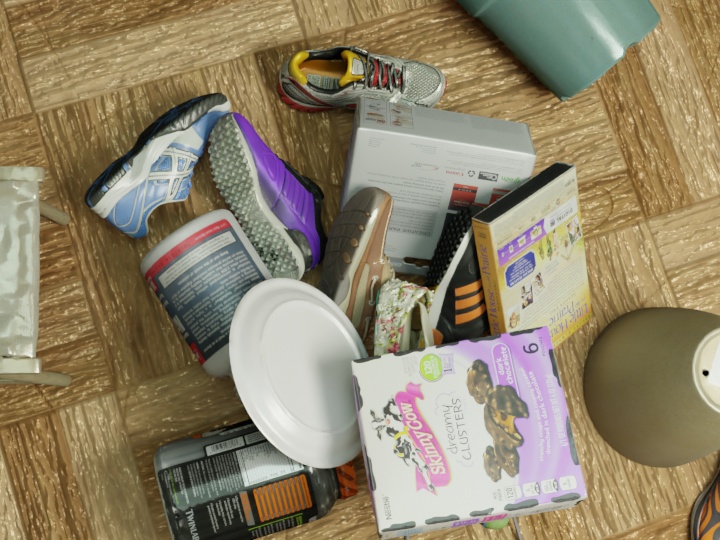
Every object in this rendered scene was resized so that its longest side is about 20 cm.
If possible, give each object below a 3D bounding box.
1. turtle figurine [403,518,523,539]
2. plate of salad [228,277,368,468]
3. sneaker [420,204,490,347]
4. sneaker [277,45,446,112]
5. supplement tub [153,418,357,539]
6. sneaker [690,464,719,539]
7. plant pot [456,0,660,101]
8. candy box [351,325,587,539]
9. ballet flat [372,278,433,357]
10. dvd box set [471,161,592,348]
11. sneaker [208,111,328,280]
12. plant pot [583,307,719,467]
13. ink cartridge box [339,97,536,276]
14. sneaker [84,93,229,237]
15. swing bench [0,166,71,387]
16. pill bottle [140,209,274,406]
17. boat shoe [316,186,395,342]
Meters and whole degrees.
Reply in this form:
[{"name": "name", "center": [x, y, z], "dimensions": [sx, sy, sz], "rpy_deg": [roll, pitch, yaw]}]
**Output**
[{"name": "turtle figurine", "center": [0.097, 0.212, 1.168], "dimensions": [0.143, 0.201, 0.195], "rpy_deg": [-13, 57, -3]}, {"name": "plate of salad", "center": [-0.060, 0.105, 1.085], "dimensions": [0.199, 0.048, 0.202], "rpy_deg": [28, 48, -37]}, {"name": "sneaker", "center": [0.121, 0.022, 1.189], "dimensions": [0.089, 0.070, 0.201], "rpy_deg": [15, 117, -10]}, {"name": "sneaker", "center": [0.004, -0.218, 1.246], "dimensions": [0.198, 0.082, 0.079], "rpy_deg": [-1, 80, -8]}, {"name": "supplement tub", "center": [-0.110, 0.219, 1.132], "dimensions": [0.198, 0.123, 0.124], "rpy_deg": [-15, 82, -10]}, {"name": "sneaker", "center": [0.436, 0.255, 1.195], "dimensions": [0.077, 0.112, 0.202], "rpy_deg": [19, 78, -3]}, {"name": "plant pot", "center": [0.231, -0.319, 1.245], "dimensions": [0.200, 0.200, 0.196], "rpy_deg": [-42, 94, -12]}, {"name": "candy box", "center": [0.100, 0.158, 1.034], "dimensions": [0.198, 0.072, 0.169], "rpy_deg": [-10, 71, -2]}, {"name": "ballet flat", "center": [0.045, 0.104, 1.121], "dimensions": [0.063, 0.076, 0.202], "rpy_deg": [-5, 72, 26]}, {"name": "dvd box set", "center": [0.193, 0.001, 1.176], "dimensions": [0.146, 0.029, 0.201], "rpy_deg": [-33, 125, -30]}, {"name": "sneaker", "center": [-0.095, -0.091, 1.210], "dimensions": [0.099, 0.069, 0.201], "rpy_deg": [-33, 103, -41]}, {"name": "plant pot", "center": [0.363, 0.119, 1.168], "dimensions": [0.185, 0.200, 0.189], "rpy_deg": [1, 79, -6]}, {"name": "ink cartridge box", "center": [0.079, -0.087, 1.213], "dimensions": [0.198, 0.084, 0.177], "rpy_deg": [9, 122, -5]}, {"name": "sneaker", "center": [-0.218, -0.123, 1.209], "dimensions": [0.200, 0.076, 0.077], "rpy_deg": [-46, 114, -14]}, {"name": "swing bench", "center": [-0.375, 0.015, 1.097], "dimensions": [0.128, 0.200, 0.201], "rpy_deg": [0, 79, -7]}, {"name": "pill bottle", "center": [-0.139, 0.047, 1.161], "dimensions": [0.119, 0.120, 0.201], "rpy_deg": [-33, 85, -11]}, {"name": "boat shoe", "center": [0.000, 0.000, 1.184], "dimensions": [0.071, 0.076, 0.201], "rpy_deg": [7, 119, -27]}]
